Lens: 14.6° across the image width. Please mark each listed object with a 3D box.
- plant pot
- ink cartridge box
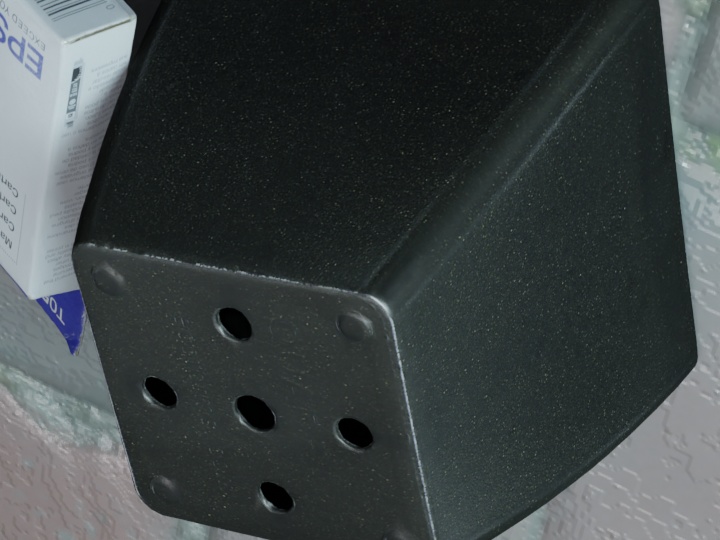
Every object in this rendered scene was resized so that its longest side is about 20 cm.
[{"bbox_3d":[0.000,0.000,1.087,0.199,0.177,0.200,10,131,26],"label":"plant pot"},{"bbox_3d":[-0.173,-0.087,1.168,0.200,0.041,0.200,47,144,28],"label":"ink cartridge box"}]
